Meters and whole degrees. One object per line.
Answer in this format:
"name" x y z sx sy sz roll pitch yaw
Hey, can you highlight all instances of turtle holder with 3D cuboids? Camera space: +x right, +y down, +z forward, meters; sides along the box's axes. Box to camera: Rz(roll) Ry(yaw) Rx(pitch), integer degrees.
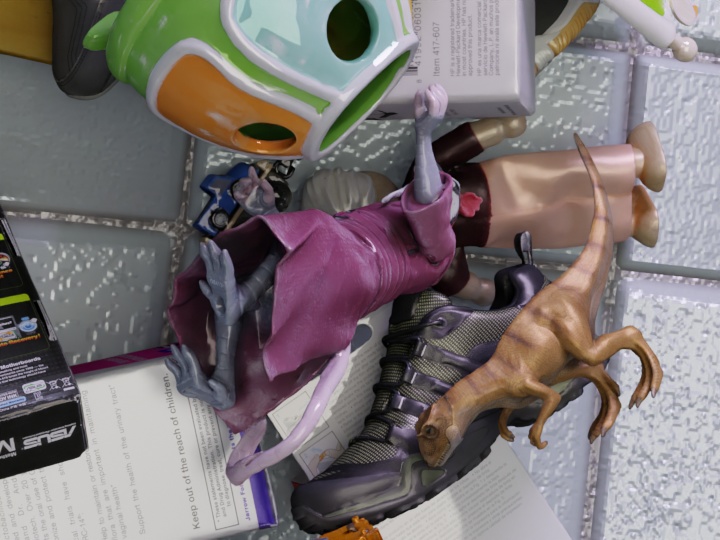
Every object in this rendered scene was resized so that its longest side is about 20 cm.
"turtle holder" -0.035 -0.133 1.454 0.132 0.141 0.185 41 39 9

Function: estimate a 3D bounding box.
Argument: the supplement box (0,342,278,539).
"supplement box" -0.158 0.105 1.548 0.200 0.101 0.103 -14 94 -14

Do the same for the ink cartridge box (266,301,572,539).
"ink cartridge box" 0.027 0.115 1.621 0.109 0.050 0.200 -34 97 -12

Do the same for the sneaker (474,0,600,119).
"sneaker" 0.099 -0.174 1.628 0.088 0.076 0.200 40 73 -5

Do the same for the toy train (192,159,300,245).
"toy train" -0.034 -0.088 1.609 0.046 0.034 0.200 33 83 -9

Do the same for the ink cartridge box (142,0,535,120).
"ink cartridge box" -0.011 -0.154 1.551 0.200 0.084 0.146 0 87 9

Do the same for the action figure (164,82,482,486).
"action figure" 0.000 0.000 1.500 0.200 0.134 0.149 -23 88 -41

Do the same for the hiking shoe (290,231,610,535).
"hiking shoe" 0.032 0.063 1.568 0.200 0.076 0.101 -33 89 -22

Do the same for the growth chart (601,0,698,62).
"growth chart" 0.135 -0.217 1.563 0.145 0.018 0.200 26 53 -38

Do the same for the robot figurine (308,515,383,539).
"robot figurine" -0.064 0.212 1.487 0.200 0.058 0.145 -26 104 -12

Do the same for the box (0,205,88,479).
"box" -0.258 0.044 1.483 0.200 0.193 0.048 -16 130 -14

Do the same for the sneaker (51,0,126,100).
"sneaker" -0.150 -0.188 1.509 0.079 0.075 0.200 2 96 -30

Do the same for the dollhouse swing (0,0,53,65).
"dollhouse swing" -0.237 -0.206 1.555 0.182 0.176 0.200 7 90 27

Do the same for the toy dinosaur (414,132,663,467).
"toy dinosaur" 0.108 0.028 1.530 0.106 0.060 0.200 40 69 -7

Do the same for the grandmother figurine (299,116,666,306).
"grandmother figurine" 0.065 -0.035 1.622 0.200 0.061 0.121 -3 110 -14
